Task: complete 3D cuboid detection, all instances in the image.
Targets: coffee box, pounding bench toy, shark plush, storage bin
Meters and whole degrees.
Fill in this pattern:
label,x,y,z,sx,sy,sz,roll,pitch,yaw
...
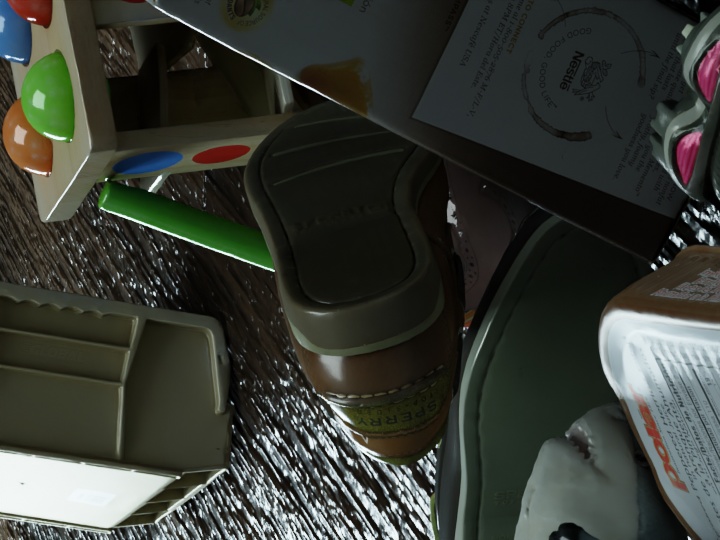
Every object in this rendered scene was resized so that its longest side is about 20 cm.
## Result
label,x,y,z,sx,sy,sz,roll,pitch,yaw
coffee box,0.018,-0.089,0.974,0.080,0.199,0.114,-61,25,7
pounding bench toy,-0.083,-0.068,1.363,0.124,0.155,0.201,137,123,-68
shark plush,0.114,0.142,0.986,0.200,0.083,0.091,54,143,13
storage bin,-0.187,0.079,1.682,0.200,0.197,0.094,139,138,-68

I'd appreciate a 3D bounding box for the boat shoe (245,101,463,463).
label,x,y,z,sx,sy,sz,roll,pitch,yaw
boat shoe,0.000,0.000,1.053,0.200,0.072,0.068,-85,-18,-64

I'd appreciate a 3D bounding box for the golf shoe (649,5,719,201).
label,x,y,z,sx,sy,sz,roll,pitch,yaw
golf shoe,0.142,-0.090,0.845,0.088,0.077,0.201,43,146,38

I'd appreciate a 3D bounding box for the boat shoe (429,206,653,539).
label,x,y,z,sx,sy,sz,roll,pitch,yaw
boat shoe,0.062,0.052,1.113,0.061,0.071,0.202,-114,28,-55

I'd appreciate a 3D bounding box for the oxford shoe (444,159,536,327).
label,x,y,z,sx,sy,sz,roll,pitch,yaw
oxford shoe,0.036,-0.014,1.161,0.200,0.072,0.072,131,129,-66

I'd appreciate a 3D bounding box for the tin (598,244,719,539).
label,x,y,z,sx,sy,sz,roll,pitch,yaw
tin,0.132,0.049,0.902,0.112,0.042,0.200,68,164,-9
